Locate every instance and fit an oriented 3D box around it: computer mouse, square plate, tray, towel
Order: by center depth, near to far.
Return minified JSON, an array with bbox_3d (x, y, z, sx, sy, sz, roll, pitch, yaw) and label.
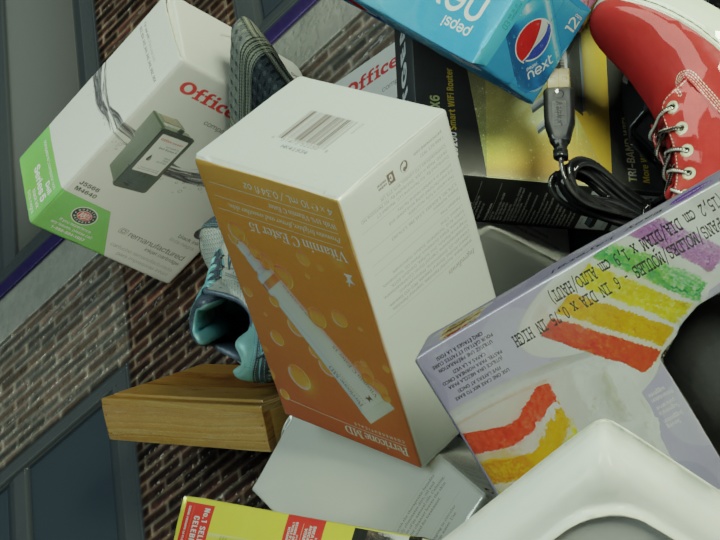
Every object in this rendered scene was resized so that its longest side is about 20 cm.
[{"bbox_3d":[0.123,0.180,0.982,0.198,0.200,0.028,-42,31,26],"label":"square plate"},{"bbox_3d":[0.165,-0.104,1.159,0.046,0.140,0.201,-28,48,56],"label":"computer mouse"},{"bbox_3d":[-0.091,0.096,1.377,0.200,0.098,0.037,-1,103,50],"label":"tray"},{"bbox_3d":[-0.056,-0.056,1.409,0.193,0.034,0.200,-123,30,-47],"label":"towel"}]

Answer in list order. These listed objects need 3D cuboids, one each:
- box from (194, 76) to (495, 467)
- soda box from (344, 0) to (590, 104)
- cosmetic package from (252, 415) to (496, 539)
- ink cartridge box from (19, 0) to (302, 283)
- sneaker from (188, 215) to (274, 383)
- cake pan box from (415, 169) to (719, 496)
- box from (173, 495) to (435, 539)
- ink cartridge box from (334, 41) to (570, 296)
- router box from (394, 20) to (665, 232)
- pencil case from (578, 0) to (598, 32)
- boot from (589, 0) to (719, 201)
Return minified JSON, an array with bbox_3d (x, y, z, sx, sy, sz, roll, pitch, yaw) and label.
[{"bbox_3d":[0.000,0.000,1.152,0.124,0.200,0.097,17,47,42],"label":"box"},{"bbox_3d":[0.041,-0.175,1.157,0.200,0.064,0.068,36,96,43],"label":"soda box"},{"bbox_3d":[0.027,0.151,1.214,0.108,0.085,0.200,-59,36,7],"label":"cosmetic package"},{"bbox_3d":[-0.155,-0.101,1.535,0.200,0.145,0.084,-43,41,26],"label":"ink cartridge box"},{"bbox_3d":[-0.085,0.014,1.343,0.200,0.086,0.078,-134,38,-54],"label":"sneaker"},{"bbox_3d":[0.159,0.071,1.006,0.200,0.184,0.052,-30,4,17],"label":"cake pan box"},{"bbox_3d":[-0.030,0.184,1.142,0.200,0.050,0.075,4,77,43],"label":"box"},{"bbox_3d":[0.058,-0.068,1.307,0.147,0.083,0.200,-32,48,37],"label":"ink cartridge box"},{"bbox_3d":[0.104,-0.123,1.224,0.052,0.157,0.200,108,163,-56],"label":"router box"},{"bbox_3d":[0.180,-0.228,1.195,0.200,0.087,0.083,-35,72,-6],"label":"pencil case"},{"bbox_3d":[0.175,-0.065,1.066,0.144,0.072,0.200,-40,70,-19],"label":"boot"}]
